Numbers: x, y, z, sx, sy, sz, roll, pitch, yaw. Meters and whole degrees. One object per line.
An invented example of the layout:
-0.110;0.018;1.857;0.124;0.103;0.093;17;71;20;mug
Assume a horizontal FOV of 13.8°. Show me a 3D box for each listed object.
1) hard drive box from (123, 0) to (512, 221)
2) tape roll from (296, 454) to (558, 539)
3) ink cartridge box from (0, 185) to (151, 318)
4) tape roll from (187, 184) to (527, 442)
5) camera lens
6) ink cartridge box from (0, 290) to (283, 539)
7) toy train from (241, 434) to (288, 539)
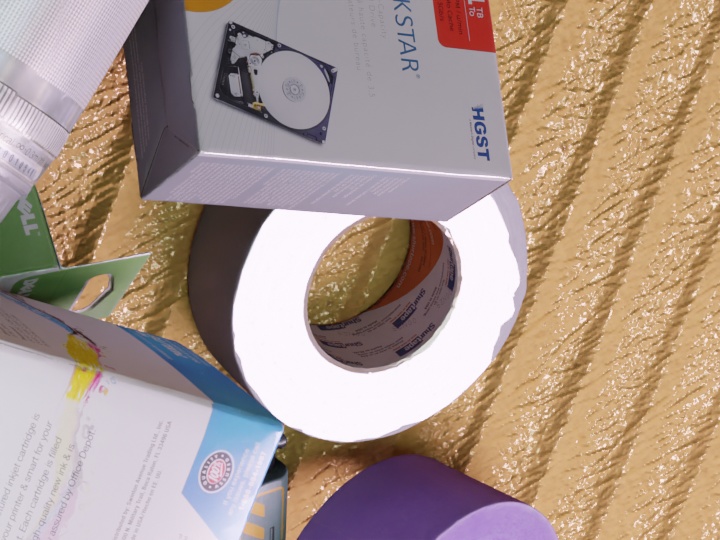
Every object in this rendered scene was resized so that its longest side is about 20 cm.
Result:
-0.027;-0.116;1.653;0.200;0.077;0.156;3;70;-31;hard drive box
0.034;0.222;1.858;0.200;0.085;0.200;-26;128;-40;tape roll
-0.226;0.001;1.627;0.200;0.059;0.104;-11;161;-23;ink cartridge box
0.000;0.000;1.781;0.200;0.066;0.201;-13;120;-23;tape roll
-0.198;-0.143;1.525;0.160;0.160;0.200;33;84;-36;camera lens
-0.176;0.098;1.534;0.200;0.146;0.147;19;98;-31;ink cartridge box
-0.095;0.176;1.811;0.114;0.085;0.200;-17;119;-35;toy train
